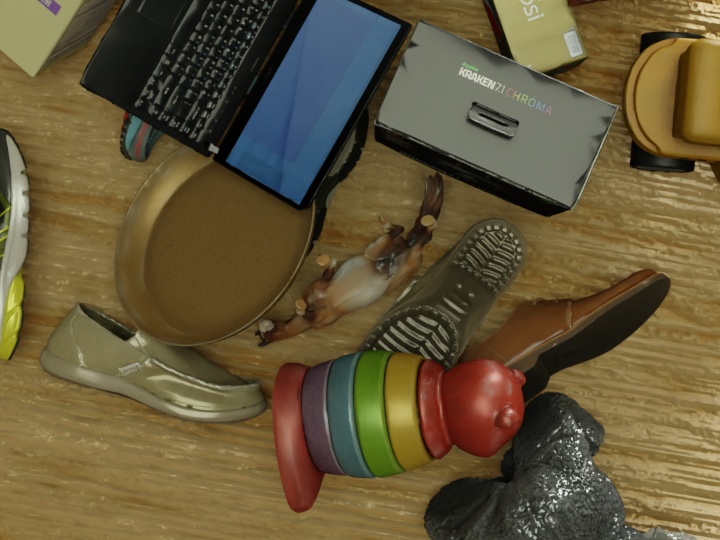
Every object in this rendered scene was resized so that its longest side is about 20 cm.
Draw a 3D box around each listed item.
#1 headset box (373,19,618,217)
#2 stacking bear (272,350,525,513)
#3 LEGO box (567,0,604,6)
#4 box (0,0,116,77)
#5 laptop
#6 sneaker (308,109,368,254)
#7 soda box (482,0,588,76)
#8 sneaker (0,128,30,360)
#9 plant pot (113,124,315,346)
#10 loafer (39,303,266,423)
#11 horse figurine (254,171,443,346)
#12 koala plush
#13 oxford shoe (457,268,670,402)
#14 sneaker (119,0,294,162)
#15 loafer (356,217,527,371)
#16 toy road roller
[{"bbox_3d":[0.106,-0.120,1.381,0.174,0.200,0.093,24,90,0],"label":"headset box"},{"bbox_3d":[0.037,0.119,1.390,0.199,0.122,0.114,-8,112,15],"label":"stacking bear"},{"bbox_3d":[0.233,-0.333,1.412,0.149,0.077,0.201,-13,90,-27],"label":"LEGO box"},{"bbox_3d":[-0.269,-0.299,1.394,0.176,0.097,0.200,40,122,1],"label":"box"},{"bbox_3d":[-0.095,-0.175,1.367,0.200,0.103,0.178,30,91,-17],"label":"laptop"},{"bbox_3d":[-0.073,-0.073,1.462,0.089,0.077,0.200,33,92,32],"label":"sneaker"},{"bbox_3d":[0.130,-0.262,1.445,0.064,0.068,0.201,-19,90,-1],"label":"soda box"},{"bbox_3d":[-0.327,-0.023,1.440,0.084,0.074,0.201,2,90,-15],"label":"sneaker"},{"bbox_3d":[-0.118,-0.026,1.406,0.200,0.027,0.201,-13,61,26],"label":"plant pot"},{"bbox_3d":[-0.174,0.079,1.439,0.199,0.076,0.068,15,97,1],"label":"loafer"},{"bbox_3d":[0.000,0.000,1.433,0.200,0.133,0.050,-36,76,-13],"label":"horse figurine"},{"bbox_3d":[0.183,0.237,1.406,0.177,0.184,0.200,-44,101,1],"label":"koala plush"},{"bbox_3d":[0.174,0.045,1.450,0.200,0.071,0.071,-28,56,-7],"label":"oxford shoe"},{"bbox_3d":[-0.129,-0.165,1.444,0.095,0.079,0.200,35,99,-10],"label":"sneaker"},{"bbox_3d":[0.073,0.035,1.450,0.076,0.068,0.200,44,107,1],"label":"loafer"},{"bbox_3d":[0.319,-0.137,1.404,0.199,0.146,0.123,6,91,1],"label":"toy road roller"}]
